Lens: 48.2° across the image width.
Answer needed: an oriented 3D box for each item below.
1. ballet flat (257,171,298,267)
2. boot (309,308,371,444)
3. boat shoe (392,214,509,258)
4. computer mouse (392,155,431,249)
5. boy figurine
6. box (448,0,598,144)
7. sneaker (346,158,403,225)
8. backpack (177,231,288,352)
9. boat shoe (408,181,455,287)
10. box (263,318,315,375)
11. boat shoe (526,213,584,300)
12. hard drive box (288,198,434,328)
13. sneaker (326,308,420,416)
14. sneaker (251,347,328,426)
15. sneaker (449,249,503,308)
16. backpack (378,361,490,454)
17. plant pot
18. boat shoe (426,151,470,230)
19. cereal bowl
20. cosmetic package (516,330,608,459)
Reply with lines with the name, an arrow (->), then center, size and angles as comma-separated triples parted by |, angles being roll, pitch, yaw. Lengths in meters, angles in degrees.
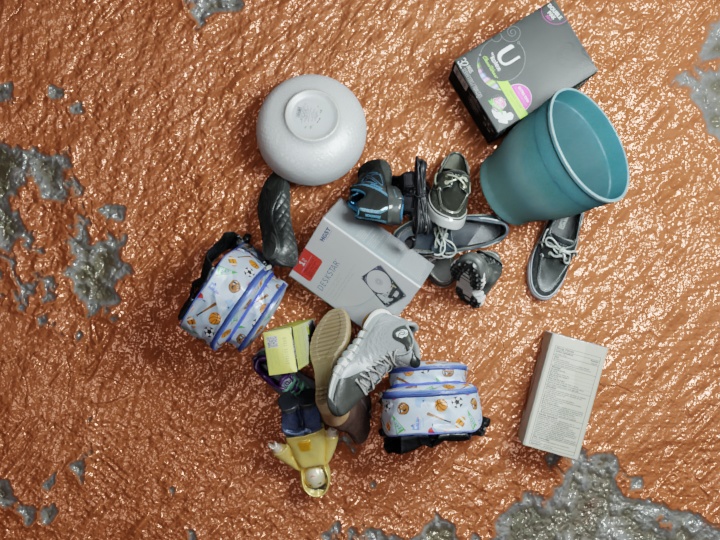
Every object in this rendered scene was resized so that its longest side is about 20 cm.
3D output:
ballet flat -> -0.144, -0.092, 1.416 | 0.066, 0.057, 0.201 | -27, 53, 34
boot -> -0.027, 0.185, 1.399 | 0.072, 0.166, 0.201 | -7, 57, 22
boat shoe -> 0.155, -0.060, 1.381 | 0.199, 0.062, 0.075 | -2, 95, -3
computer mouse -> 0.085, -0.101, 1.346 | 0.046, 0.200, 0.141 | 2, 83, -15
boy figurine -> -0.098, 0.306, 1.403 | 0.124, 0.064, 0.201 | -10, 112, -5
box -> 0.277, -0.340, 1.395 | 0.200, 0.124, 0.149 | -31, 89, 1
sneaker -> 0.015, -0.140, 1.368 | 0.082, 0.200, 0.073 | 0, 116, -12
backpack -> -0.221, 0.052, 1.366 | 0.154, 0.190, 0.200 | 30, 99, 6
boat shoe -> 0.123, -0.065, 1.431 | 0.067, 0.057, 0.201 | -16, 89, 1
box -> -0.113, 0.126, 1.364 | 0.050, 0.200, 0.076 | -9, 91, 8
boat shoe -> 0.351, -0.044, 1.419 | 0.073, 0.068, 0.200 | 23, 90, 2
hard drive box -> 0.000, 0.000, 1.387 | 0.200, 0.077, 0.156 | 35, 130, 2
sneaker -> 0.033, 0.153, 1.287 | 0.115, 0.075, 0.200 | 12, 61, 32
sneaker -> -0.113, 0.215, 1.421 | 0.200, 0.088, 0.075 | 35, 91, 2
sneaker -> 0.202, -0.005, 1.370 | 0.066, 0.200, 0.091 | 33, 79, 18
backpack -> 0.120, 0.228, 1.356 | 0.199, 0.191, 0.155 | -9, 89, 2
plant pot -> 0.309, -0.169, 1.342 | 0.188, 0.200, 0.201 | -28, 89, 44
boat shoe -> 0.151, -0.140, 1.361 | 0.070, 0.200, 0.064 | 15, 124, -4
cereal bowl -> -0.084, -0.255, 1.406 | 0.199, 0.083, 0.201 | 1, 79, -5
cosmetic package -> 0.351, 0.215, 1.408 | 0.103, 0.087, 0.201 | 17, 91, 3
